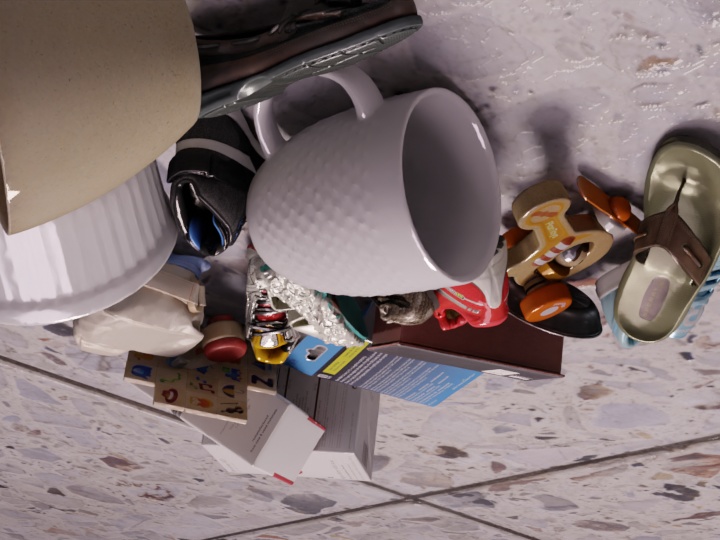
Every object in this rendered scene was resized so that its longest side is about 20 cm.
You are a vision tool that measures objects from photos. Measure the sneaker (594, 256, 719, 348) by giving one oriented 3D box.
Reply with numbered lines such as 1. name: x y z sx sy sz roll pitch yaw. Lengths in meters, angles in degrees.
1. sneaker: 0.291 0.013 1.012 0.073 0.083 0.200 -7 162 -28

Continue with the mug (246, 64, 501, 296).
1. mug: -0.009 -0.074 0.891 0.173 0.148 0.202 -8 122 36

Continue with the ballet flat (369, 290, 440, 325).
1. ballet flat: 0.000 0.000 1.012 0.200 0.046 0.068 37 164 51

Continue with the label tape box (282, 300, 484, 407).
1. label tape box: 0.025 0.084 1.272 0.197 0.067 0.143 17 153 -15

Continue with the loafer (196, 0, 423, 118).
1. loafer: -0.050 -0.162 0.793 0.198 0.064 0.072 -16 -177 34

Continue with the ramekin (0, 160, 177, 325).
1. ramekin: -0.249 -0.059 0.902 0.197 0.202 0.099 3 130 8

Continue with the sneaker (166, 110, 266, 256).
1. sneaker: -0.106 -0.051 0.974 0.072 0.114 0.200 -5 152 26

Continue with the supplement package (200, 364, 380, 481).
1. supplement package: -0.085 0.189 1.449 0.196 0.122 0.122 1 155 13

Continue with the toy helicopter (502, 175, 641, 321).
1. toy helicopter: 0.175 -0.034 0.969 0.131 0.080 0.200 -24 158 11

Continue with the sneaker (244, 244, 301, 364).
1. sneaker: -0.083 0.036 1.181 0.076 0.083 0.201 7 153 2

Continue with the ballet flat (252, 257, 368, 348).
1. ballet flat: -0.051 0.026 1.102 0.071 0.073 0.200 -2 155 18

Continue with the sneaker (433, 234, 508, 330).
1. sneaker: 0.068 0.009 1.008 0.076 0.086 0.200 -15 -166 -17

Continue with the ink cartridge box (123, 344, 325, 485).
1. ink cartridge box: -0.157 0.155 1.329 0.198 0.084 0.147 29 171 23

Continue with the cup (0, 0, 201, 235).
1. cup: -0.188 -0.137 0.767 0.141 0.203 0.201 -12 161 -20

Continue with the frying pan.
1. frying pan: 0.155 0.015 1.118 0.189 0.031 0.114 33 -155 33

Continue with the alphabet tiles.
1. alphabet tiles: -0.172 0.100 1.248 0.164 0.201 0.008 14 115 -12

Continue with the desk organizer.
1. desk organizer: 0.113 0.058 1.173 0.197 0.078 0.071 13 167 -24

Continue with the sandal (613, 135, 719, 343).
1. sandal: 0.256 -0.014 0.934 0.079 0.057 0.204 20 127 19

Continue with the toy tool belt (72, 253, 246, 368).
1. toy tool belt: -0.204 0.018 1.171 0.198 0.125 0.124 15 144 -41
